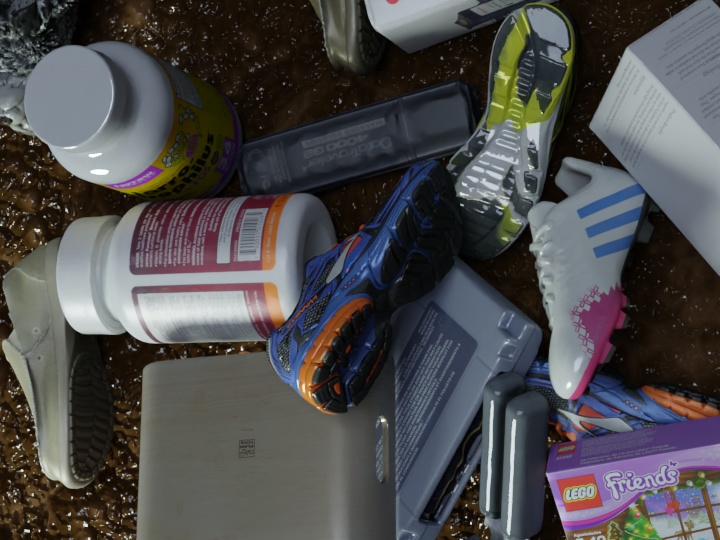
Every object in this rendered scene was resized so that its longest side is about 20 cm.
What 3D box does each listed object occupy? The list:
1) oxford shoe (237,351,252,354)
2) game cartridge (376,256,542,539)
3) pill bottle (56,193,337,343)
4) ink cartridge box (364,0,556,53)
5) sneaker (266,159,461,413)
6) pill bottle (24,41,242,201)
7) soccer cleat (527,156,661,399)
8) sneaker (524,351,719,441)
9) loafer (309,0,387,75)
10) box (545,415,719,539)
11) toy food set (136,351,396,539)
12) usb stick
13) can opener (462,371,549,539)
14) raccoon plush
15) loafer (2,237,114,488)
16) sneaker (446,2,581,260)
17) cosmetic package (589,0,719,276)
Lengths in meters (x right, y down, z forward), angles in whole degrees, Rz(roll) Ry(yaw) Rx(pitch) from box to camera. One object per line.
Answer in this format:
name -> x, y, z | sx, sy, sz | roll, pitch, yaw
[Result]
oxford shoe -> -0.088, 0.167, 1.233 | 0.072, 0.071, 0.202 | 15, 89, 16
game cartridge -> 0.044, 0.094, 1.174 | 0.133, 0.041, 0.202 | 42, 109, 45
pill bottle -> -0.124, 0.000, 1.240 | 0.197, 0.109, 0.111 | -2, 84, 19
ink cartridge box -> 0.094, -0.266, 1.203 | 0.198, 0.084, 0.147 | -17, 79, 16
sneaker -> 0.000, 0.000, 1.130 | 0.078, 0.076, 0.201 | 18, 63, 39
pill bottle -> -0.170, -0.111, 1.220 | 0.103, 0.200, 0.106 | -2, 84, 19
soccer cleat -> 0.145, 0.002, 1.122 | 0.086, 0.070, 0.201 | 24, 49, 0
sneaker -> 0.169, 0.107, 1.147 | 0.198, 0.075, 0.079 | 16, 93, 22
loafer -> -0.027, -0.239, 1.253 | 0.067, 0.076, 0.202 | -15, 70, 18
box -> 0.238, 0.168, 1.097 | 0.198, 0.039, 0.138 | -12, 113, 18
toy food set -> -0.072, 0.137, 1.177 | 0.198, 0.060, 0.145 | -6, 70, 18
usb stick -> -0.001, -0.097, 1.248 | 0.198, 0.033, 0.056 | -15, 87, 17
can opener -> 0.097, 0.167, 1.130 | 0.053, 0.066, 0.202 | 39, 135, 45
raccoon plush -> -0.244, -0.202, 1.337 | 0.096, 0.135, 0.200 | 22, 60, 34
loafer -> -0.246, 0.077, 1.298 | 0.068, 0.076, 0.202 | -13, 71, 19
sneaker -> 0.119, -0.100, 1.187 | 0.074, 0.085, 0.202 | 28, 115, 16
cosmetic package -> 0.257, -0.070, 1.103 | 0.084, 0.108, 0.201 | -33, 74, -22
